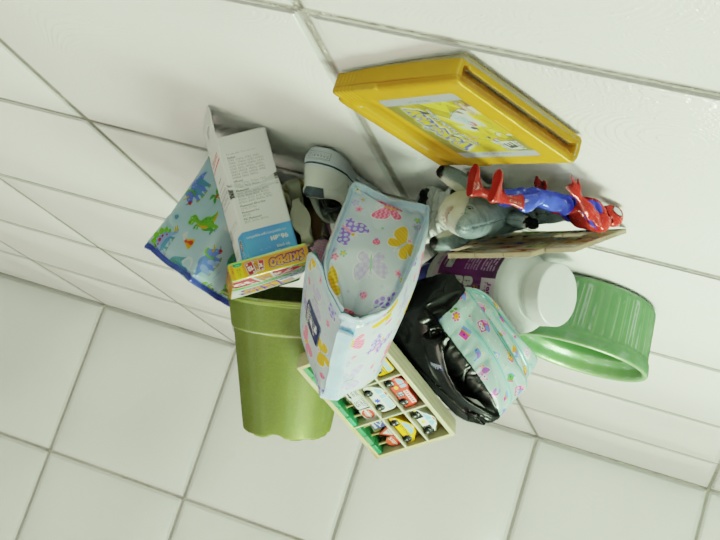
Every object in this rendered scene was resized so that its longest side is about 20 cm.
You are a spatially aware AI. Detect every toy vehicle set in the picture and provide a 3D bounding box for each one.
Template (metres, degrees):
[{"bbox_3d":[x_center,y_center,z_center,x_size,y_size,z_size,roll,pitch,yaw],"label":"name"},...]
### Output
[{"bbox_3d":[0.023,0.162,1.508,0.123,0.027,0.200,-22,125,26],"label":"toy vehicle set"}]

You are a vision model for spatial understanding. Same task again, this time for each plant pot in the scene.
[{"bbox_3d":[-0.094,0.127,1.585,0.198,0.192,0.200,3,-175,0],"label":"plant pot"}]

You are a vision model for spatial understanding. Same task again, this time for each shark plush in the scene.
[{"bbox_3d":[0.157,-0.049,1.261,0.199,0.092,0.083,13,-177,-38],"label":"shark plush"}]

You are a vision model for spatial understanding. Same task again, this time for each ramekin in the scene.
[{"bbox_3d":[0.321,0.079,1.642,0.198,0.099,0.200,18,168,4],"label":"ramekin"}]

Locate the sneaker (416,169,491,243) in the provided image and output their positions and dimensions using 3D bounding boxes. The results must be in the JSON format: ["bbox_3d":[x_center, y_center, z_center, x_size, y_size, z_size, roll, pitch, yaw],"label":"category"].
[{"bbox_3d":[0.119,-0.065,1.393,0.080,0.076,0.200,13,171,-19],"label":"sneaker"}]

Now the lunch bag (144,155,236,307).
[{"bbox_3d":[-0.185,-0.047,1.654,0.127,0.171,0.200,35,177,30],"label":"lunch bag"}]

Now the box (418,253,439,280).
[{"bbox_3d":[0.116,0.033,1.721,0.121,0.033,0.199,-36,144,29],"label":"box"}]

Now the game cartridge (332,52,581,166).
[{"bbox_3d":[0.089,-0.150,1.141,0.175,0.033,0.199,28,165,-35],"label":"game cartridge"}]

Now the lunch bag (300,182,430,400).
[{"bbox_3d":[-0.005,0.029,1.352,0.126,0.201,0.170,17,143,4],"label":"lunch bag"}]

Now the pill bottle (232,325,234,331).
[{"bbox_3d":[-0.090,0.096,1.754,0.198,0.113,0.112,24,170,17],"label":"pill bottle"}]

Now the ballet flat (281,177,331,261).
[{"bbox_3d":[-0.076,-0.075,1.517,0.069,0.201,0.072,-23,133,1],"label":"ballet flat"}]

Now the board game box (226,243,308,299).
[{"bbox_3d":[-0.117,0.004,1.426,0.095,0.030,0.200,-16,177,-9],"label":"board game box"}]

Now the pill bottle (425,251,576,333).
[{"bbox_3d":[0.191,0.027,1.573,0.112,0.113,0.199,28,164,-38],"label":"pill bottle"}]

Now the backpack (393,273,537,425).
[{"bbox_3d":[0.132,0.102,1.503,0.200,0.127,0.167,49,162,-11],"label":"backpack"}]

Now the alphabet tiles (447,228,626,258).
[{"bbox_3d":[0.186,-0.031,1.297,0.166,0.008,0.199,0,-172,32],"label":"alphabet tiles"}]

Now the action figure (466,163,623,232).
[{"bbox_3d":[0.206,-0.074,1.223,0.198,0.052,0.065,15,179,-34],"label":"action figure"}]

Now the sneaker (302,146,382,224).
[{"bbox_3d":[-0.027,-0.091,1.489,0.072,0.072,0.200,12,168,28],"label":"sneaker"}]

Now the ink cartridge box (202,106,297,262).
[{"bbox_3d":[-0.141,-0.104,1.461,0.067,0.202,0.116,-15,175,-14],"label":"ink cartridge box"}]
